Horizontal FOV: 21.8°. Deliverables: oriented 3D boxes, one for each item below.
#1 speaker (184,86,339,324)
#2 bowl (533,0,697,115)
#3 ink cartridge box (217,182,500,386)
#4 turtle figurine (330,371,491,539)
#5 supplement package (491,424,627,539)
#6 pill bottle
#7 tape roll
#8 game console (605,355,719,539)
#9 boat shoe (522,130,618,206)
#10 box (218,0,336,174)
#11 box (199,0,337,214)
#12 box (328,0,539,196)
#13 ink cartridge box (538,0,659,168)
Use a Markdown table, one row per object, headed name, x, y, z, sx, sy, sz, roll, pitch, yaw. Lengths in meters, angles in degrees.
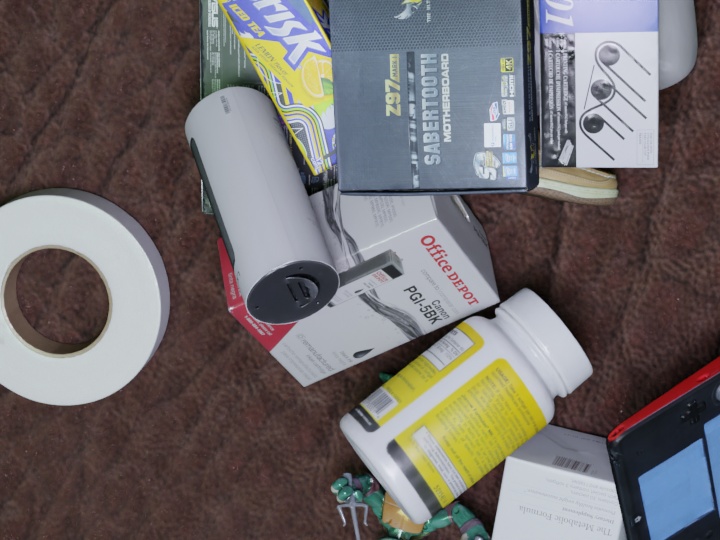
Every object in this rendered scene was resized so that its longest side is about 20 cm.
| name | x | y | z | sx | sy | sz | roll | pitch | yaw |
| --- | --- | --- | --- | --- | --- | --- | --- | --- | --- |
| speaker | -0.082 | -0.055 | 1.539 | 0.081 | 0.081 | 0.200 | -33 | 53 | 16 |
| bowl | 0.164 | -0.221 | 1.515 | 0.199 | 0.075 | 0.200 | -9 | 108 | 15 |
| ink cartridge box | 0.000 | 0.000 | 1.607 | 0.199 | 0.083 | 0.147 | -24 | 140 | 15 |
| turtle figurine | 0.045 | 0.199 | 1.679 | 0.149 | 0.101 | 0.201 | 12 | 91 | -9 |
| supplement package | 0.176 | 0.253 | 1.658 | 0.113 | 0.110 | 0.201 | 12 | 106 | 15 |
| pill bottle | 0.092 | 0.112 | 1.589 | 0.200 | 0.114 | 0.114 | -38 | 96 | -6 |
| tape roll | -0.276 | 0.025 | 1.720 | 0.202 | 0.037 | 0.204 | 2 | 105 | 9 |
| game console | 0.294 | 0.166 | 1.587 | 0.177 | 0.031 | 0.200 | -32 | 130 | -18 |
| boat shoe | 0.128 | -0.107 | 1.606 | 0.199 | 0.072 | 0.076 | 14 | 90 | 4 |
| box | -0.053 | -0.187 | 1.561 | 0.070 | 0.064 | 0.200 | -27 | 97 | 14 |
| box | -0.059 | -0.147 | 1.636 | 0.160 | 0.044 | 0.201 | 2 | 104 | 9 |
| box | 0.058 | -0.160 | 1.476 | 0.157 | 0.051 | 0.201 | 1 | 98 | 18 |
| ink cartridge box | 0.186 | -0.181 | 1.461 | 0.094 | 0.044 | 0.201 | 0 | 110 | 9 |
